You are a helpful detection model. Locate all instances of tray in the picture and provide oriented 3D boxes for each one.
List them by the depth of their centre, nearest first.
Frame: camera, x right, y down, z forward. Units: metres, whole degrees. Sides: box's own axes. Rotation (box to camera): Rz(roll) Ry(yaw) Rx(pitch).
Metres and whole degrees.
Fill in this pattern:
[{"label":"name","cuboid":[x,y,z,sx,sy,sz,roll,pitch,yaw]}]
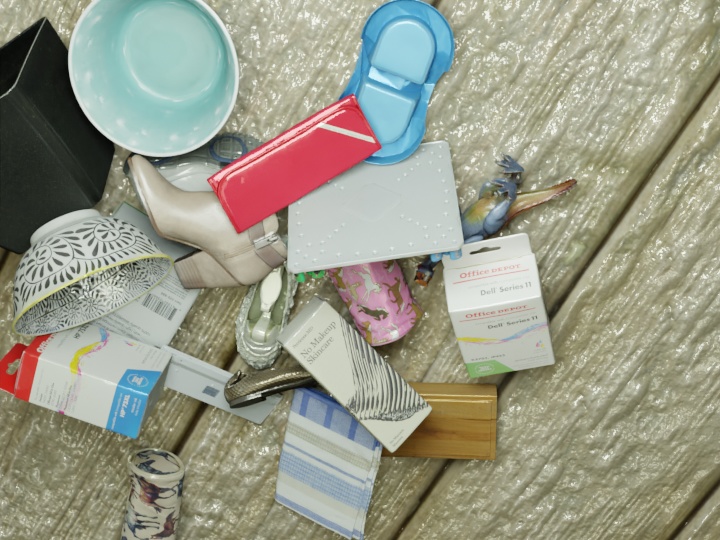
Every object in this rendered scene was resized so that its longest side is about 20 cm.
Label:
[{"label":"tray","cuboid":[0.084,0.202,1.568,0.197,0.037,0.100,1,113,6]}]

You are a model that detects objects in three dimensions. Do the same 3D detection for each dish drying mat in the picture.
[{"label":"dish drying mat","cuboid":[-0.076,-0.125,1.362,0.199,0.018,0.077,-31,109,-2]}]

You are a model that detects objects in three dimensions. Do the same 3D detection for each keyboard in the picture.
[{"label":"keyboard","cuboid":[-0.194,0.154,1.542,0.199,0.011,0.056,28,118,-34]}]

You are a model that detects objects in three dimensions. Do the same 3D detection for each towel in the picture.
[{"label":"towel","cuboid":[-0.042,0.262,1.587,0.146,0.024,0.202,21,118,19]}]

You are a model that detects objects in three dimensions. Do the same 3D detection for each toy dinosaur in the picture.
[{"label":"toy dinosaur","cuboid":[0.144,-0.045,1.430,0.198,0.106,0.182,15,133,-13]}]

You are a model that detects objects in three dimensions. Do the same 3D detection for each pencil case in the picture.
[{"label":"pencil case","cuboid":[0.000,0.000,1.463,0.083,0.086,0.201,-40,110,-25]},{"label":"pencil case","cuboid":[-0.299,0.344,1.641,0.088,0.078,0.202,5,115,-13]}]

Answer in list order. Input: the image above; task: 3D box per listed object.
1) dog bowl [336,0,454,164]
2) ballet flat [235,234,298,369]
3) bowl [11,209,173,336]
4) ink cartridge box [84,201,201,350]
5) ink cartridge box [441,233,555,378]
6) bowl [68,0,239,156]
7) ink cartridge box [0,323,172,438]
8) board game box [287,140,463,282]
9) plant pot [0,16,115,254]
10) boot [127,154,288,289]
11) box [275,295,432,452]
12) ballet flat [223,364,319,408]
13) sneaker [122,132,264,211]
[{"label":"dog bowl","cuboid":[0.040,-0.227,1.377,0.110,0.050,0.202,20,114,-3]},{"label":"ballet flat","cuboid":[-0.124,0.049,1.504,0.071,0.072,0.202,15,115,-1]},{"label":"bowl","cuboid":[-0.328,-0.009,1.360,0.199,0.200,0.095,-30,80,17]},{"label":"ink cartridge box","cuboid":[-0.299,0.038,1.504,0.145,0.084,0.201,31,113,-9]},{"label":"ink cartridge box","cuboid":[0.168,0.047,1.426,0.116,0.068,0.201,-11,143,10]},{"label":"bowl","cuboid":[-0.231,-0.246,1.363,0.198,0.105,0.203,2,113,4]},{"label":"ink cartridge box","cuboid":[-0.345,0.121,1.432,0.198,0.116,0.068,19,113,-2]},{"label":"board game box","cuboid":[0.015,-0.071,1.363,0.197,0.201,0.026,-8,132,5]},{"label":"plant pot","cuboid":[-0.407,-0.143,1.385,0.199,0.200,0.178,-29,121,16]},{"label":"boot","cuboid":[-0.174,-0.070,1.397,0.145,0.070,0.202,-21,114,5]},{"label":"box","cuboid":[-0.008,0.130,1.466,0.200,0.068,0.082,44,84,-13]},{"label":"ballet flat","cuboid":[-0.084,0.132,1.528,0.198,0.067,0.047,-17,74,-3]},{"label":"sneaker","cuboid":[-0.190,-0.116,1.446,0.197,0.075,0.088,-2,131,9]}]
